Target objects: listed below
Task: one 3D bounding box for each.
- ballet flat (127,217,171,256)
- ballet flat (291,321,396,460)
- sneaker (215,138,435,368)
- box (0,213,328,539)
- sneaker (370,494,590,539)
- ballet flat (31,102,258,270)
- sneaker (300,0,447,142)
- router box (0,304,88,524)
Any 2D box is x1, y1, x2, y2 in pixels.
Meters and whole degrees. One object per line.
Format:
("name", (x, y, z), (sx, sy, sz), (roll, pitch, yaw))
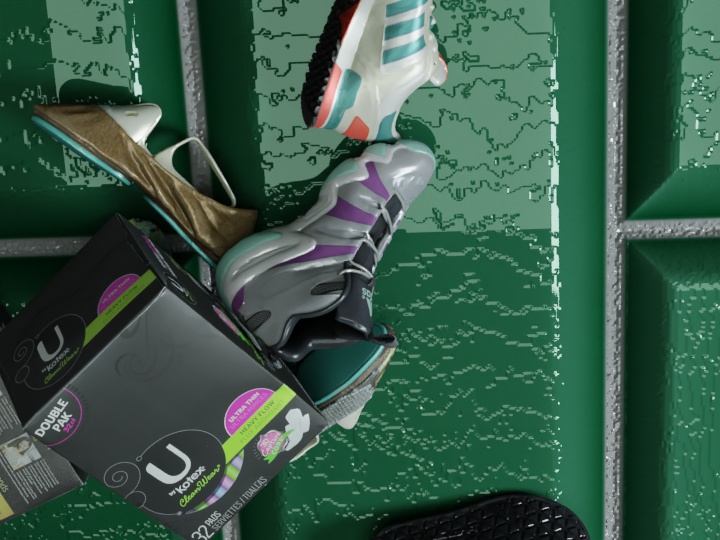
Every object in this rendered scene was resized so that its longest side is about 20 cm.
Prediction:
("ballet flat", (-0.201, 0.058, 1.162), (0.074, 0.074, 0.201), (15, 108, -1))
("ballet flat", (-0.042, 0.113, 1.179), (0.200, 0.072, 0.072), (-34, 103, 13))
("sneaker", (0.000, 0.000, 1.078), (0.200, 0.140, 0.078), (-38, 144, 1))
("box", (-0.154, 0.086, 1.086), (0.149, 0.124, 0.200), (-44, 128, 1))
("sneaker", (0.098, 0.248, 1.218), (0.199, 0.072, 0.083), (-7, 132, 7))
("ballet flat", (-0.161, -0.084, 1.120), (0.200, 0.068, 0.072), (39, 86, -9))
("sneaker", (0.030, -0.188, 1.076), (0.093, 0.070, 0.200), (18, 107, -21))
("router box", (-0.342, 0.121, 1.199), (0.157, 0.052, 0.201), (-25, 105, 11))
